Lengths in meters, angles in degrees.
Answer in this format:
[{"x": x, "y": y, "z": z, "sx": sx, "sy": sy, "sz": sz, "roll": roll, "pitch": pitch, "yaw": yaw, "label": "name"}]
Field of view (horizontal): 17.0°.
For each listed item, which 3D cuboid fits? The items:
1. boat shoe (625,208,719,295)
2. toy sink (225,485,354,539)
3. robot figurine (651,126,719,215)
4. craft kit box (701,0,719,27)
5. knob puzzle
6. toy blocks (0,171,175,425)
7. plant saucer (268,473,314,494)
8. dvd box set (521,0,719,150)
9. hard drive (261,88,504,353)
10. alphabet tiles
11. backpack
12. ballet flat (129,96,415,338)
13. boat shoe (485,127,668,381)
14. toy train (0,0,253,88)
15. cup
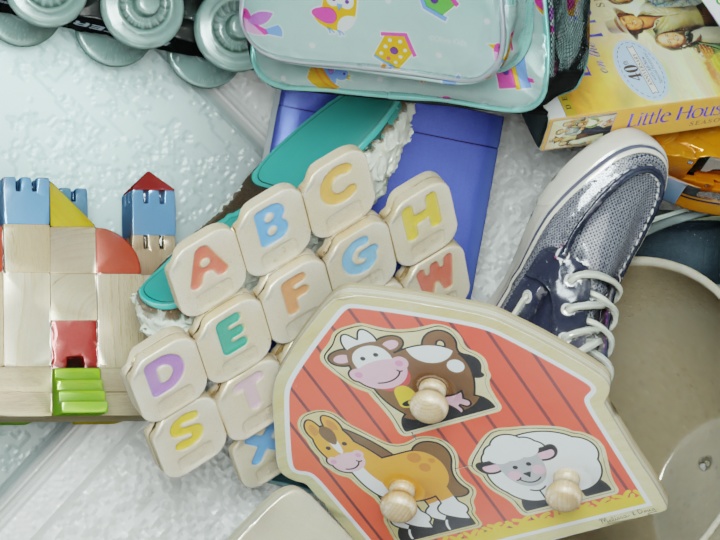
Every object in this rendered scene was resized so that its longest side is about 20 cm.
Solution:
[{"x": 0.228, "y": -0.006, "z": 1.427, "sx": 0.199, "sy": 0.062, "sz": 0.073, "roll": 2, "pitch": 94, "yaw": -18, "label": "boat shoe"}, {"x": -0.034, "y": 0.216, "z": 1.338, "sx": 0.130, "sy": 0.112, "sz": 0.200, "roll": -47, "pitch": 111, "yaw": -9, "label": "toy sink"}, {"x": 0.226, "y": -0.088, "z": 1.405, "sx": 0.199, "sy": 0.058, "sz": 0.146, "roll": 9, "pitch": 59, "yaw": -17, "label": "robot figurine"}, {"x": 0.198, "y": -0.227, "z": 1.308, "sx": 0.048, "sy": 0.200, "sz": 0.198, "roll": -19, "pitch": 125, "yaw": 28, "label": "craft kit box"}, {"x": 0.039, "y": 0.085, "z": 1.253, "sx": 0.219, "sy": 0.220, "sz": 0.031, "roll": 33, "pitch": 42, "yaw": -17, "label": "knob puzzle"}, {"x": -0.171, "y": 0.012, "z": 1.296, "sx": 0.199, "sy": 0.100, "sz": 0.137, "roll": 0, "pitch": 83, "yaw": -18, "label": "toy blocks"}, {"x": -0.001, "y": 0.031, "z": 1.381, "sx": 0.070, "sy": 0.019, "sz": 0.201, "roll": 16, "pitch": 90, "yaw": -18, "label": "plant saucer"}, {"x": 0.168, "y": -0.141, "z": 1.364, "sx": 0.199, "sy": 0.029, "sz": 0.147, "roll": -8, "pitch": 53, "yaw": -18, "label": "dvd box set"}, {"x": 0.000, "y": 0.000, "z": 1.357, "sx": 0.131, "sy": 0.025, "sz": 0.201, "roll": 10, "pitch": 91, "yaw": -18, "label": "hard drive"}, {"x": -0.030, "y": 0.030, "z": 1.267, "sx": 0.199, "sy": 0.015, "sz": 0.196, "roll": -31, "pitch": 139, "yaw": -16, "label": "alphabet tiles"}, {"x": 0.029, "y": -0.184, "z": 1.212, "sx": 0.175, "sy": 0.153, "sz": 0.201, "roll": 8, "pitch": 95, "yaw": 19, "label": "backpack"}, {"x": -0.041, "y": -0.020, "z": 1.293, "sx": 0.200, "sy": 0.072, "sz": 0.072, "roll": -43, "pitch": 106, "yaw": -21, "label": "ballet flat"}, {"x": 0.119, "y": 0.026, "z": 1.310, "sx": 0.074, "sy": 0.093, "sz": 0.200, "roll": 19, "pitch": 110, "yaw": -37, "label": "boat shoe"}, {"x": -0.120, "y": -0.169, "z": 1.297, "sx": 0.199, "sy": 0.085, "sz": 0.115, "roll": 12, "pitch": 82, "yaw": -18, "label": "toy train"}, {"x": 0.176, "y": 0.111, "z": 1.369, "sx": 0.143, "sy": 0.200, "sz": 0.201, "roll": 30, "pitch": 85, "yaw": -43, "label": "cup"}]
